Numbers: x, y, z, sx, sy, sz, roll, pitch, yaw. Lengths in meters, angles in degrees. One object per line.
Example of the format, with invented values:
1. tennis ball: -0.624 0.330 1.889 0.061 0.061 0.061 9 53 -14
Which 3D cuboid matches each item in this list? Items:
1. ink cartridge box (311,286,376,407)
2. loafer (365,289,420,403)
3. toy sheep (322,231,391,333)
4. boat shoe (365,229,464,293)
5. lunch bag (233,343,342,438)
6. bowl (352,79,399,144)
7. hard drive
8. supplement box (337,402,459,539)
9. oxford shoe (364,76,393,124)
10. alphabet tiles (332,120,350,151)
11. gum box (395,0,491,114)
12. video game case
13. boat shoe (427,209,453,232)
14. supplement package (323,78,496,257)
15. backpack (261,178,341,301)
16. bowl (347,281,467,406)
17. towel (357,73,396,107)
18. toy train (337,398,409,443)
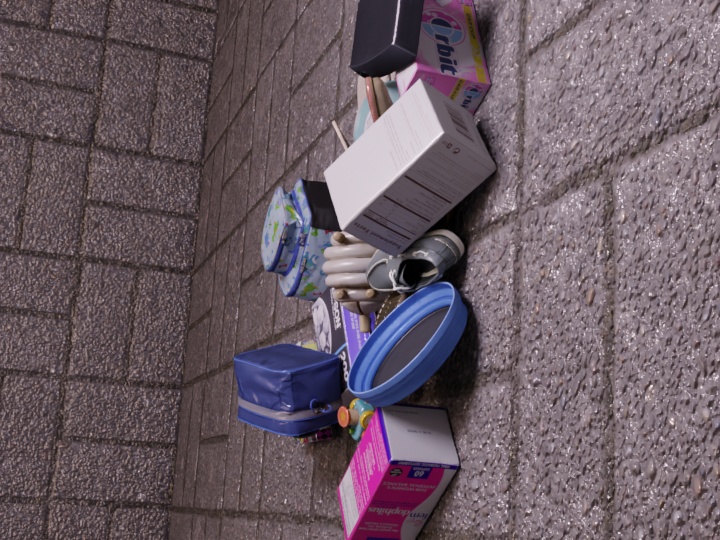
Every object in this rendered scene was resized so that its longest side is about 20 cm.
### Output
1. ink cartridge box: -0.024 0.116 1.738 0.200 0.043 0.200 131 134 -57
2. loafer: 0.056 0.111 1.510 0.076 0.067 0.201 -22 47 64
3. toy sheep: 0.000 0.000 1.618 0.138 0.137 0.202 178 94 -71
4. boat shoe: 0.064 -0.003 1.444 0.199 0.073 0.062 -22 24 50
5. lunch bag: -0.117 0.211 1.715 0.199 0.135 0.133 9 106 51
6. bowl: 0.054 -0.216 1.580 0.201 0.104 0.203 -172 90 -72
7. hard drive: 0.035 -0.347 1.424 0.200 0.042 0.136 -175 93 -71
8. supplement box: 0.048 0.288 1.402 0.104 0.100 0.201 -102 26 -46
9. oxford shoe: 0.064 -0.205 1.445 0.071 0.073 0.200 -98 -18 -44
10. alphabet tiles: 0.017 -0.125 1.623 0.201 0.008 0.167 66 -174 28
11. gum box: 0.108 -0.325 1.445 0.066 0.113 0.201 121 150 -49
12. video game case: -0.104 0.231 1.890 0.200 0.036 0.183 141 120 -71
13. boat shoe: 0.080 -0.050 1.487 0.200 0.071 0.068 122 152 -46
14. supplement package: 0.064 -0.136 1.375 0.200 0.117 0.117 -41 46 26
15. backpack: -0.105 -0.051 1.853 0.183 0.146 0.201 -111 30 -58
16. bowl: 0.066 0.102 1.372 0.200 0.039 0.201 -42 16 15
17. towel: 0.032 -0.306 1.792 0.133 0.034 0.201 129 145 -55
18. toy train: 0.013 0.233 1.591 0.200 0.055 0.151 118 151 -47
